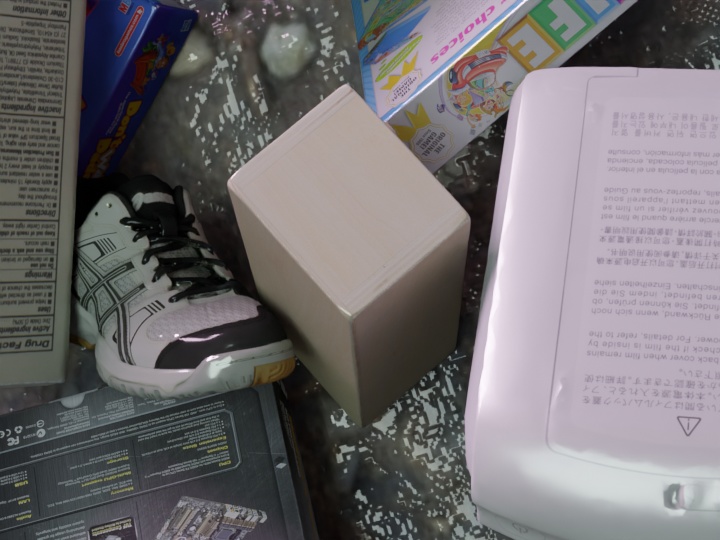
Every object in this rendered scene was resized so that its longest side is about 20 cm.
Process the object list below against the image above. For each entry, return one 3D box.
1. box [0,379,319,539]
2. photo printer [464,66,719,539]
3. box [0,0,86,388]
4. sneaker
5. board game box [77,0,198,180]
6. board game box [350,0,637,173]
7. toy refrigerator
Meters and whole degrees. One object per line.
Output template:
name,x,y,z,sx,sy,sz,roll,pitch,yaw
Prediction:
box,-0.120,0.136,0.812,0.199,0.048,0.159,-16,60,2
photo printer,0.127,0.019,0.645,0.165,0.070,0.201,2,58,12
box,-0.213,-0.048,0.812,0.109,0.127,0.201,9,97,45
sneaker,-0.099,0.002,0.810,0.200,0.075,0.088,20,113,54
board game box,-0.191,-0.085,0.907,0.134,0.045,0.201,36,106,17
board game box,0.082,-0.143,0.746,0.200,0.135,0.034,-39,118,21
toy refrigerator,0.000,0.000,0.747,0.070,0.200,0.076,-40,76,-10
